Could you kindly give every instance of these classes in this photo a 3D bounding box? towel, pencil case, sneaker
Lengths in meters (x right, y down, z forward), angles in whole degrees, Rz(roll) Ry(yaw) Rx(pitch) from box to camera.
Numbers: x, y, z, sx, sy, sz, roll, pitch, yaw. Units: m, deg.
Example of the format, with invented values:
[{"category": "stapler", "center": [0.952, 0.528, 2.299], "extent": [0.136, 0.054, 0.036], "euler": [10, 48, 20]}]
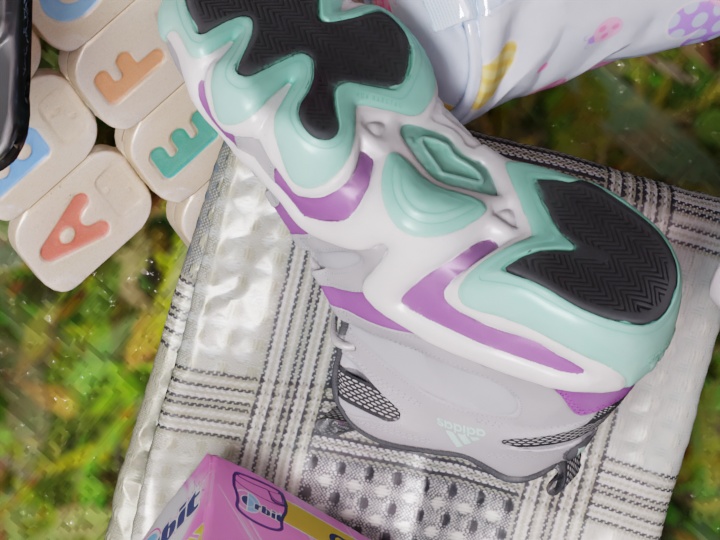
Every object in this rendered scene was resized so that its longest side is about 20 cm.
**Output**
[{"category": "towel", "center": [0.022, 0.048, 0.939], "extent": [0.191, 0.035, 0.201], "euler": [14, 106, -9]}, {"category": "pencil case", "center": [0.099, -0.112, 0.919], "extent": [0.199, 0.091, 0.084], "euler": [-18, 106, -20]}, {"category": "sneaker", "center": [0.000, 0.000, 0.878], "extent": [0.200, 0.140, 0.078], "euler": [41, 48, 17]}]

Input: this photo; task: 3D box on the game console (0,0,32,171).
[{"category": "game console", "center": [-0.192, -0.129, 0.775], "extent": [0.171, 0.119, 0.201], "euler": [1, 89, 17]}]

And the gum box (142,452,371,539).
[{"category": "gum box", "center": [0.013, 0.161, 0.906], "extent": [0.199, 0.114, 0.066], "euler": [30, 119, -16]}]

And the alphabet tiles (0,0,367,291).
[{"category": "alphabet tiles", "center": [-0.056, -0.090, 0.893], "extent": [0.195, 0.015, 0.200], "euler": [-42, 135, -8]}]

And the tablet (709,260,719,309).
[{"category": "tablet", "center": [0.184, -0.065, 0.939], "extent": [0.014, 0.130, 0.201], "euler": [29, 88, 21]}]
